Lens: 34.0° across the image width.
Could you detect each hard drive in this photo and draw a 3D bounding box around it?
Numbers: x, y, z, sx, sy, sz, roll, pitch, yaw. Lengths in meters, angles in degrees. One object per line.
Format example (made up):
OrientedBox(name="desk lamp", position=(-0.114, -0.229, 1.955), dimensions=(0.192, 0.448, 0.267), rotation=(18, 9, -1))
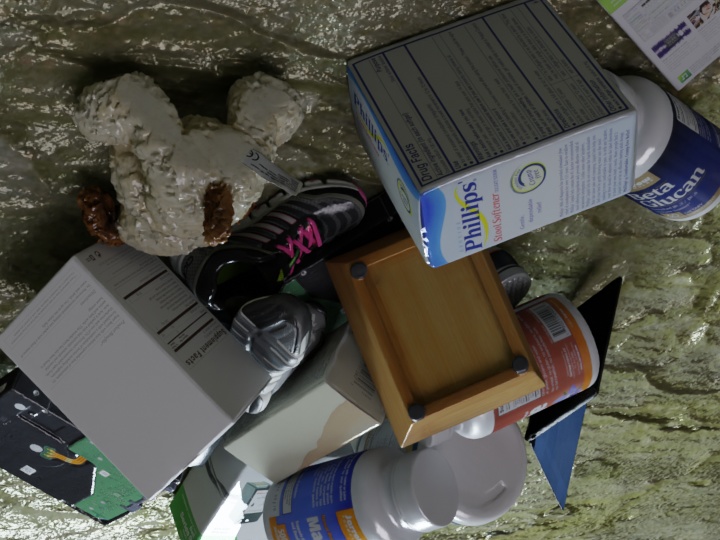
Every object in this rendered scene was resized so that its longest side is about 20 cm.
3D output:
OrientedBox(name="hard drive", position=(-0.295, 0.178, 1.182), dimensions=(0.200, 0.038, 0.140), rotation=(37, 133, -25))
OrientedBox(name="hard drive", position=(0.000, 0.000, 1.235), dimensions=(0.200, 0.038, 0.140), rotation=(-33, 140, 7))

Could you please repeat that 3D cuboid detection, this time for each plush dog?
OrientedBox(name="plush dog", position=(-0.148, -0.069, 1.014), dimensions=(0.199, 0.161, 0.172), rotation=(-5, 160, -24))

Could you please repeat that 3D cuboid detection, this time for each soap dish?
OrientedBox(name="soap dish", position=(0.074, 0.050, 1.147), dimensions=(0.157, 0.201, 0.081), rotation=(-22, 173, -4))

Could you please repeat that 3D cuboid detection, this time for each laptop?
OrientedBox(name="laptop", position=(0.273, 0.147, 1.398), dimensions=(0.116, 0.188, 0.200), rotation=(33, 136, -11))

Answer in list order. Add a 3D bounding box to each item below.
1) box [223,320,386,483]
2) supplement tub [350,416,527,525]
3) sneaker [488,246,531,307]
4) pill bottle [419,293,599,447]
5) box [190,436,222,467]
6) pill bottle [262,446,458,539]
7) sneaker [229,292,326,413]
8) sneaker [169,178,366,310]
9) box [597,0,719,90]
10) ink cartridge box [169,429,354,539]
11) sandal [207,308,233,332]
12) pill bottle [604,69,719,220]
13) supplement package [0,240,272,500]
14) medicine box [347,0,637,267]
OrientedBox(name="box", position=(-0.052, 0.141, 1.242), dimensions=(0.078, 0.095, 0.200), rotation=(38, 137, -15))
OrientedBox(name="supplement tub", position=(0.085, 0.225, 1.387), dimensions=(0.144, 0.145, 0.200), rotation=(1, 170, -29))
OrientedBox(name="sneaker", position=(0.095, 0.052, 1.302), dimensions=(0.200, 0.079, 0.078), rotation=(-44, 143, 9))
OrientedBox(name="pill bottle", position=(0.141, 0.109, 1.244), dimensions=(0.199, 0.112, 0.112), rotation=(-22, 141, -16))
OrientedBox(name="box", position=(-0.205, 0.132, 1.259), dimensions=(0.157, 0.051, 0.200), rotation=(7, 131, -34))
OrientedBox(name="pill bottle", position=(0.001, 0.252, 1.261), dimensions=(0.200, 0.112, 0.112), rotation=(-22, 148, 36))
OrientedBox(name="sneaker", position=(-0.070, 0.054, 1.150), dimensions=(0.115, 0.075, 0.200), rotation=(-43, 173, -35))
OrientedBox(name="sneaker", position=(-0.080, -0.019, 1.131), dimensions=(0.199, 0.088, 0.074), rotation=(-21, 141, -6))
OrientedBox(name="box", position=(0.307, -0.271, 1.106), dimensions=(0.144, 0.036, 0.200), rotation=(-41, 140, 17))
OrientedBox(name="ink cartridge box", position=(-0.119, 0.251, 1.409), dimensions=(0.146, 0.084, 0.200), rotation=(7, 130, -34))
OrientedBox(name="sandal", position=(-0.191, 0.119, 1.177), dimensions=(0.076, 0.043, 0.200), rotation=(11, 129, -35))
OrientedBox(name="pill bottle", position=(0.283, -0.129, 1.187), dimensions=(0.200, 0.111, 0.111), rotation=(20, 122, -41))
OrientedBox(name="supplement package", position=(-0.202, 0.081, 1.070), dimensions=(0.121, 0.200, 0.120), rotation=(-42, -178, 20))
OrientedBox(name="medicine box", position=(0.113, -0.128, 1.040), dimensions=(0.199, 0.182, 0.103), rotation=(-21, 140, -6))
